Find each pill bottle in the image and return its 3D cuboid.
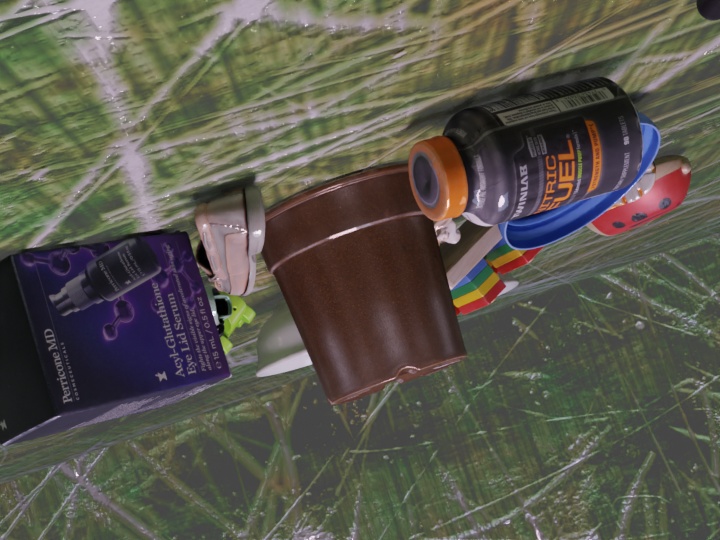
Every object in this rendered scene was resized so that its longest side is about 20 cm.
[{"bbox_3d":[0.143,-0.101,1.177,0.198,0.107,0.106,-16,172,-22],"label":"pill bottle"}]

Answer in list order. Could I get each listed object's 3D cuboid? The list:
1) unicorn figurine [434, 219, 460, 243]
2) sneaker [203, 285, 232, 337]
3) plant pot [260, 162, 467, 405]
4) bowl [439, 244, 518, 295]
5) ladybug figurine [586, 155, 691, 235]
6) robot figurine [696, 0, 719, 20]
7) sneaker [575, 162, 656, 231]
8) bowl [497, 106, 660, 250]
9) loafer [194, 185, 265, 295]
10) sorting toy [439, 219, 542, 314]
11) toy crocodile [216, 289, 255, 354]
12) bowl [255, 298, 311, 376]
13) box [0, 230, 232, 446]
[{"bbox_3d":[0.156,-0.086,1.497,0.200,0.074,0.137,-42,161,28],"label":"unicorn figurine"},{"bbox_3d":[-0.210,0.071,1.600,0.117,0.075,0.201,-12,169,-8],"label":"sneaker"},{"bbox_3d":[0.009,0.019,1.344,0.198,0.200,0.200,-20,172,-3],"label":"plant pot"},{"bbox_3d":[0.131,0.012,1.987,0.199,0.091,0.201,-19,172,-3],"label":"bowl"},{"bbox_3d":[0.393,-0.104,1.891,0.135,0.073,0.199,-12,169,-40],"label":"ladybug figurine"},{"bbox_3d":[0.339,-0.191,0.955,0.149,0.125,0.200,-31,174,-5],"label":"robot figurine"},{"bbox_3d":[0.284,-0.100,1.669,0.198,0.079,0.077,-17,-168,27],"label":"sneaker"},{"bbox_3d":[0.227,-0.101,1.411,0.199,0.040,0.201,-27,155,-13],"label":"bowl"},{"bbox_3d":[-0.126,-0.027,1.218,0.062,0.073,0.200,-4,162,-11],"label":"loafer"},{"bbox_3d":[0.142,-0.007,1.647,0.200,0.070,0.199,-44,-174,-25],"label":"sorting toy"},{"bbox_3d":[-0.185,0.067,1.720,0.068,0.062,0.200,-54,-173,-15],"label":"toy crocodile"},{"bbox_3d":[-0.068,0.079,1.908,0.199,0.091,0.201,-19,173,-2],"label":"bowl"},{"bbox_3d":[-0.238,0.058,1.195,0.199,0.149,0.104,-12,169,-46],"label":"box"}]
